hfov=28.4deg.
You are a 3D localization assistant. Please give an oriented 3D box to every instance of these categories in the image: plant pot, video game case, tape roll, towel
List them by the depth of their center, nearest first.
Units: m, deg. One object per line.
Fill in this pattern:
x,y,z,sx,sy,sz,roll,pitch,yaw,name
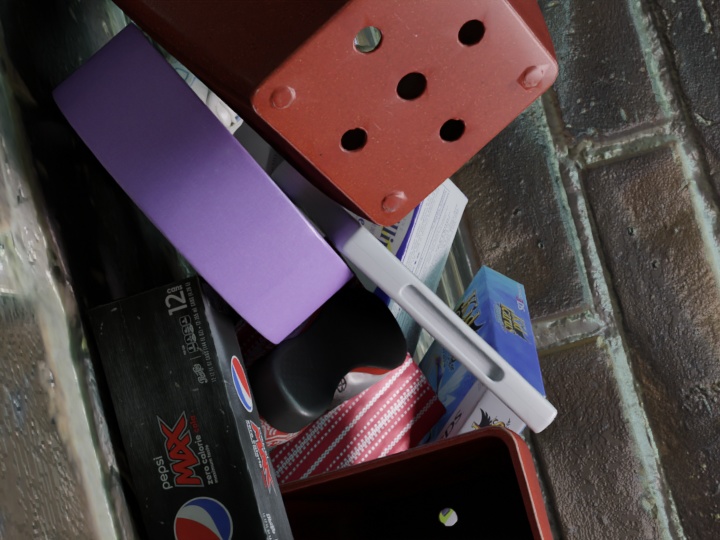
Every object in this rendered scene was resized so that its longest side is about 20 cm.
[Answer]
-0.004,-0.147,0.810,0.200,0.200,0.176,41,10,-43,plant pot
-0.093,-0.051,0.851,0.200,0.066,0.200,48,0,0,tape roll
0.029,0.011,0.930,0.182,0.023,0.200,43,2,-22,video game case
0.049,0.216,0.935,0.176,0.199,0.200,6,68,-72,plant pot
-0.026,0.090,1.019,0.022,0.145,0.200,20,-29,49,towel
0.075,0.114,1.152,0.045,0.181,0.200,28,21,-11,video game case

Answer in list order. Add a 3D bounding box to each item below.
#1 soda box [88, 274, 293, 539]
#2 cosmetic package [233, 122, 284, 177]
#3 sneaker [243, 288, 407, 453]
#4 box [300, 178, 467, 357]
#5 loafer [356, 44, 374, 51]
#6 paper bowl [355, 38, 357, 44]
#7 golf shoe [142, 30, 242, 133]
-0.090,0.109,0.808,0.063,0.071,0.200,32,41,-78,soda box
-0.059,-0.156,1.155,0.083,0.051,0.200,9,94,-62,cosmetic package
-0.049,0.074,0.942,0.067,0.108,0.201,57,25,1,sneaker
0.000,0.000,1.160,0.200,0.105,0.184,24,84,-78,box
-0.034,-0.142,1.045,0.200,0.067,0.076,-45,158,-83,loafer
-0.061,-0.168,1.311,0.201,0.104,0.201,-16,90,-74,paper bowl
-0.108,-0.135,1.051,0.078,0.097,0.200,64,15,-48,golf shoe
